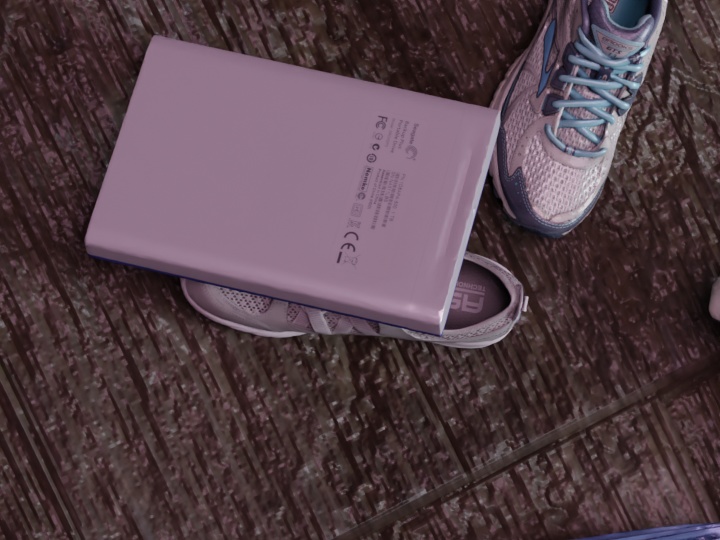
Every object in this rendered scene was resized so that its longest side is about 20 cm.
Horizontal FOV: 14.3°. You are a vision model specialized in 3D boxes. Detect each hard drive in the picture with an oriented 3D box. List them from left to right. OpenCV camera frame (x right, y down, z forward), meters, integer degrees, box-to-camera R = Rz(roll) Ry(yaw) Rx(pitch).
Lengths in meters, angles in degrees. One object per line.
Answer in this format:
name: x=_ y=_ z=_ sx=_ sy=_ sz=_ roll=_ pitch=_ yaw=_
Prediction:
hard drive: x=-0.036 y=-0.048 z=1.563 sx=0.199 sy=0.025 sz=0.132 roll=13 pitch=67 yaw=9

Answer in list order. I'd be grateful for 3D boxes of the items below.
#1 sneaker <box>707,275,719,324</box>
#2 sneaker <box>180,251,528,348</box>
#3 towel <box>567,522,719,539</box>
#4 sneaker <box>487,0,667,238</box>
sneaker: x=0.270 y=0.070 z=1.665 sx=0.087 sy=0.076 sz=0.201 roll=-22 pitch=109 yaw=24
sneaker: x=0.000 y=0.000 z=1.588 sx=0.199 sy=0.082 sz=0.075 roll=4 pitch=84 yaw=-14
towel: x=0.136 y=0.206 z=1.621 sx=0.199 sy=0.049 sz=0.112 roll=-6 pitch=87 yaw=-15
sneaker: x=0.127 y=-0.118 z=1.629 sx=0.077 sy=0.086 sz=0.201 roll=17 pitch=81 yaw=-11
